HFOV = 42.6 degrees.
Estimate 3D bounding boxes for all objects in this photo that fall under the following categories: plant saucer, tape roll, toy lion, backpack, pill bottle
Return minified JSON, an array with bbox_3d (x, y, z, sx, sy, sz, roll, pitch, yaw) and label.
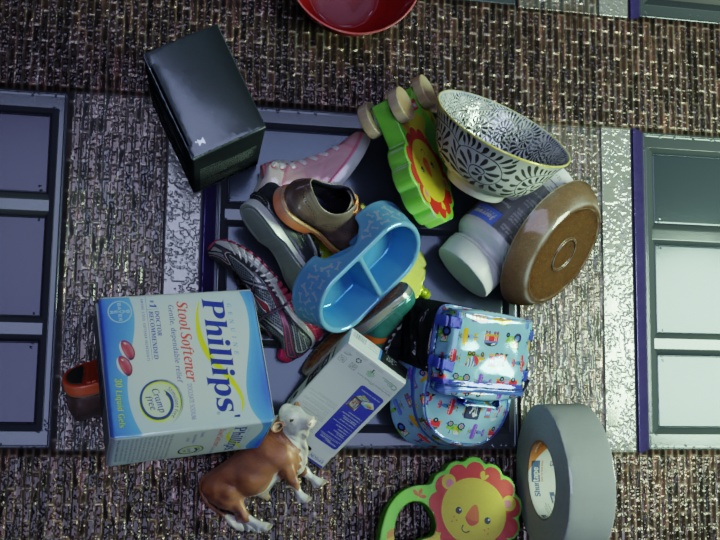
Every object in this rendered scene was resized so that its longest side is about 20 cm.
[{"bbox_3d":[0.276,-0.030,1.302,0.200,0.201,0.034,-44,54,-13],"label":"plant saucer"},{"bbox_3d":[0.275,0.284,1.256,0.065,0.200,0.203,0,84,-10],"label":"tape roll"},{"bbox_3d":[0.125,0.355,1.295,0.197,0.069,0.194,15,74,-8],"label":"toy lion"},{"bbox_3d":[0.136,0.151,1.266,0.181,0.134,0.203,14,87,-28],"label":"backpack"},{"bbox_3d":[0.213,-0.064,1.327,0.200,0.114,0.114,-44,93,-13],"label":"pill bottle"},{"bbox_3d":[0.080,-0.160,1.280,0.068,0.200,0.194,-22,101,25],"label":"toy lion"}]

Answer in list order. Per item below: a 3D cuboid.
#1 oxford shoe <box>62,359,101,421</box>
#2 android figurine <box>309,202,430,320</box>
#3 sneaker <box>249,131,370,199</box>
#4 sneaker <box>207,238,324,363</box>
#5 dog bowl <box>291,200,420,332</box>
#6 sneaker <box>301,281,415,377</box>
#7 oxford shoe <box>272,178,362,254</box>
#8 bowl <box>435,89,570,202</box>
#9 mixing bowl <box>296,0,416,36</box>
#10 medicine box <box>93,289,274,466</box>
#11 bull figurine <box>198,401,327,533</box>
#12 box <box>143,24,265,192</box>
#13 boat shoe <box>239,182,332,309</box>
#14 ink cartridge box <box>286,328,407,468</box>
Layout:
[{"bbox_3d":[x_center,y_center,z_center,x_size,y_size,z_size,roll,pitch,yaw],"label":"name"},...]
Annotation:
[{"bbox_3d":[-0.295,0.151,1.241,0.197,0.071,0.073,-10,119,-19],"label":"oxford shoe"},{"bbox_3d":[0.011,-0.008,1.319,0.199,0.041,0.183,38,78,-4],"label":"android figurine"},{"bbox_3d":[-0.078,-0.140,1.299,0.104,0.075,0.201,41,82,-9],"label":"sneaker"},{"bbox_3d":[-0.138,0.037,1.266,0.075,0.081,0.200,-44,93,-10],"label":"sneaker"},{"bbox_3d":[0.000,0.000,1.213,0.200,0.049,0.112,-44,137,-13],"label":"dog bowl"},{"bbox_3d":[0.012,0.098,1.270,0.080,0.072,0.200,42,112,-17],"label":"sneaker"},{"bbox_3d":[-0.021,-0.068,1.225,0.199,0.072,0.072,20,57,-44],"label":"oxford shoe"},{"bbox_3d":[0.175,-0.155,1.253,0.198,0.201,0.095,22,118,-8],"label":"bowl"},{"bbox_3d":[-0.016,-0.417,1.325,0.197,0.108,0.203,1,83,-10],"label":"mixing bowl"},{"bbox_3d":[-0.225,0.131,1.157,0.197,0.103,0.184,-4,63,-21],"label":"medicine box"},{"bbox_3d":[-0.121,0.266,1.232,0.199,0.065,0.122,-36,91,13],"label":"bull figurine"},{"bbox_3d":[-0.205,-0.206,1.218,0.103,0.200,0.150,-25,89,-12],"label":"box"},{"bbox_3d":[-0.083,-0.026,1.245,0.060,0.075,0.201,-46,119,-30],"label":"boat shoe"},{"bbox_3d":[-0.032,0.176,1.254,0.099,0.039,0.200,36,118,-11],"label":"ink cartridge box"}]
